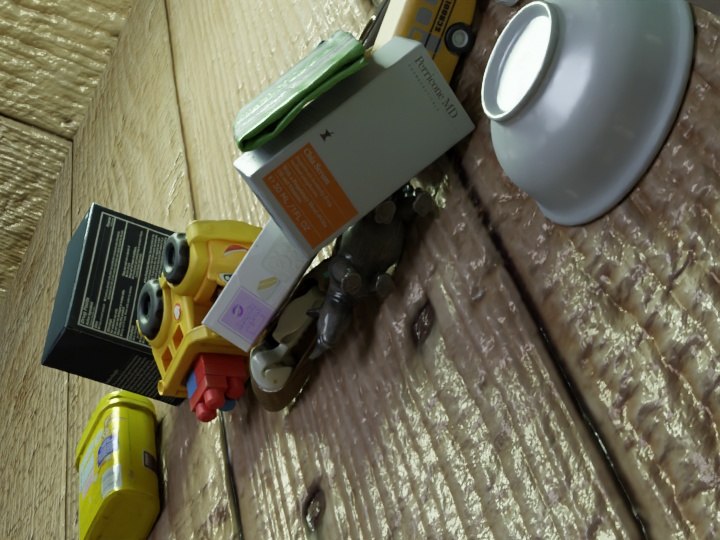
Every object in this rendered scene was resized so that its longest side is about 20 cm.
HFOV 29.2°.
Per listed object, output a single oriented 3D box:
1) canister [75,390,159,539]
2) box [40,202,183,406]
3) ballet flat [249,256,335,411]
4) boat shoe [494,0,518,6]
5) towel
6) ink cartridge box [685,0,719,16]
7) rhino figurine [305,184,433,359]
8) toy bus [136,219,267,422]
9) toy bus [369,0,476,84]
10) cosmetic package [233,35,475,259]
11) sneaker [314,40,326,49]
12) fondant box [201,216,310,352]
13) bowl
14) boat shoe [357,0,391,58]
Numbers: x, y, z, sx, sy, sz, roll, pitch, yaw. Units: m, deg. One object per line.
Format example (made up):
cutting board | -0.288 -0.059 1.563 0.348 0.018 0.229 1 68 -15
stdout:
canister | -0.327 0.282 1.857 0.149 0.086 0.200 -60 25 25
box | -0.301 0.046 1.843 0.123 0.197 0.201 -44 33 48
ballet flat | -0.072 0.071 1.423 0.068 0.072 0.200 44 118 17
boat shoe | 0.155 -0.317 1.222 0.199 0.068 0.074 -41 36 51
towel | -0.057 -0.168 1.304 0.149 0.031 0.200 -39 14 5
ink cartridge box | 0.202 -0.274 0.965 0.084 0.144 0.201 -59 23 30
rhino figurine | 0.000 0.000 1.328 0.201 0.060 0.087 -63 18 9
toy bus | -0.166 0.068 1.594 0.200 0.135 0.193 -58 35 38
toy bus | 0.052 -0.202 1.360 0.201 0.078 0.065 -69 21 3
cosmetic package | -0.006 -0.115 1.276 0.200 0.102 0.071 -39 23 -5
sneaker | -0.008 -0.189 1.494 0.070 0.078 0.200 -60 24 22
fondant box | -0.088 -0.004 1.432 0.145 0.058 0.200 -56 0 8
bowl | 0.154 -0.143 1.045 0.201 0.090 0.202 -52 27 40
boat shoe | 0.026 -0.223 1.422 0.201 0.072 0.059 -60 27 -9
